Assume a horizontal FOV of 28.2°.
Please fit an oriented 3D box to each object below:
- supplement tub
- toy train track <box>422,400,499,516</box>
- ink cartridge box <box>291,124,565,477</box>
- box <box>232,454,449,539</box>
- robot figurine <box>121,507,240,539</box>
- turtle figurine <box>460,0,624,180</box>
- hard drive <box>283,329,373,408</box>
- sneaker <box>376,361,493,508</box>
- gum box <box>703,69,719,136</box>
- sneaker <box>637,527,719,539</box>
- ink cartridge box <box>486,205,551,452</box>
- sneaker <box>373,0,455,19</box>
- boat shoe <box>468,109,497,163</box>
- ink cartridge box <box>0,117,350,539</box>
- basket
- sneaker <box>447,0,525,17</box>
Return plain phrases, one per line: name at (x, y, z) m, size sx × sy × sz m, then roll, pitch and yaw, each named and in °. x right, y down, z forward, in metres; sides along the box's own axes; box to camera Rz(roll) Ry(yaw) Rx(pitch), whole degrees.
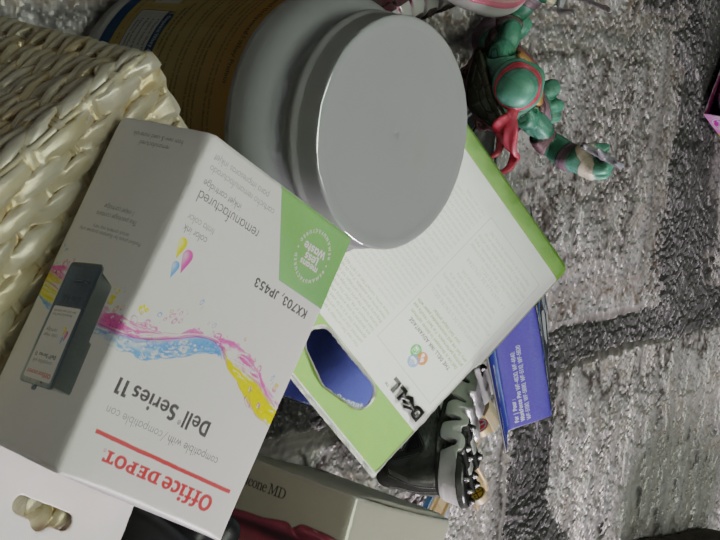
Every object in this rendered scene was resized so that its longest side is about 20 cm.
supplement tub at (-0.054, -0.087, 0.811) m, size 0.144 × 0.199 × 0.146 m, roll -14°, pitch 109°, yaw -45°
toy train track at (0.071, 0.184, 1.127) m, size 0.201 × 0.032 × 0.115 m, roll -60°, pitch 136°, yaw -31°
ink cartridge box at (0.019, 0.010, 0.951) m, size 0.200 × 0.076 × 0.148 m, roll -45°, pitch 112°, yaw -17°
box at (-0.043, 0.238, 0.964) m, size 0.109 × 0.127 × 0.202 m, roll 23°, pitch 82°, yaw -48°
robot figurine at (-0.151, 0.207, 0.836) m, size 0.150 × 0.124 × 0.201 m, roll 49°, pitch 63°, yaw -29°
turtle figurine at (0.119, -0.136, 1.003) m, size 0.200 × 0.100 × 0.151 m, roll -94°, pitch 175°, yaw -79°
hard drive at (0.000, 0.000, 0.997) m, size 0.131 × 0.025 × 0.202 m, roll 22°, pitch 83°, yaw -28°
sneaker at (0.054, 0.089, 1.081) m, size 0.201 × 0.090 × 0.067 m, roll -74°, pitch 157°, yaw -44°
gum box at (0.417, -0.211, 1.409) m, size 0.113 × 0.066 × 0.202 m, roll 36°, pitch 73°, yaw -48°
sneaker at (0.324, 0.325, 1.438) m, size 0.199 × 0.074 × 0.107 m, roll 4°, pitch 95°, yaw -50°
ink cartridge box at (0.120, 0.039, 1.084) m, size 0.201 × 0.039 × 0.100 m, roll -77°, pitch 158°, yaw -59°
sneaker at (0.005, -0.217, 0.958) m, size 0.199 × 0.075 × 0.117 m, roll -29°, pitch 105°, yaw -40°
boat shoe at (0.072, -0.030, 1.070) m, size 0.070 × 0.066 × 0.202 m, roll 35°, pitch 74°, yaw -47°
ink cartridge box at (-0.095, 0.047, 0.661) m, size 0.117 × 0.067 × 0.202 m, roll 34°, pitch 75°, yaw -48°
basket at (-0.181, 0.004, 0.726) m, size 0.200 × 0.160 × 0.199 m, roll -45°, pitch 131°, yaw -29°
sneaker at (0.060, -0.247, 0.897) m, size 0.200 × 0.104 × 0.076 m, roll 44°, pitch 56°, yaw -22°
